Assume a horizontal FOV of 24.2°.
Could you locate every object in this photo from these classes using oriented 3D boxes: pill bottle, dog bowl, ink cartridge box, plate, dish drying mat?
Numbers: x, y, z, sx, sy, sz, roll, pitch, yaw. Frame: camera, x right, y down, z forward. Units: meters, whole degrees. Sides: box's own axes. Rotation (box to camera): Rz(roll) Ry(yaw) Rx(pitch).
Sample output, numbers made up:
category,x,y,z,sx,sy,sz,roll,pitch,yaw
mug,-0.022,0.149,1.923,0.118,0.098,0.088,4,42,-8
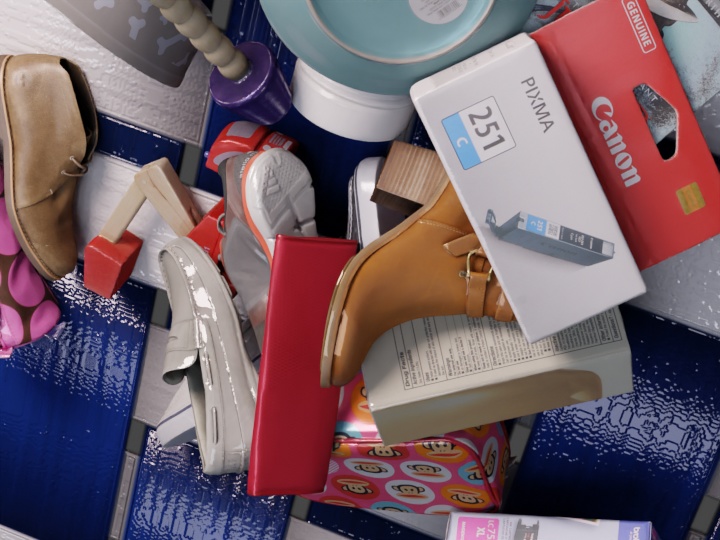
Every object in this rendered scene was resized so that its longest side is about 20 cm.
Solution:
category,x,y,z,sx,sy,sz,roll,pitch,yaw
pill bottle,0.020,-0.202,1.221,0.113,0.113,0.200,24,122,7
dog bowl,-0.193,-0.222,1.246,0.200,0.200,0.059,40,100,-4
ink cartridge box,0.155,-0.074,1.173,0.176,0.045,0.200,-26,106,5
plate,0.027,-0.206,1.135,0.200,0.026,0.200,-1,120,-2
dish drying mat,-0.046,0.073,1.294,0.018,0.077,0.200,11,96,54
ink cartridge box,0.182,0.235,1.396,0.200,0.042,0.119,2,159,20

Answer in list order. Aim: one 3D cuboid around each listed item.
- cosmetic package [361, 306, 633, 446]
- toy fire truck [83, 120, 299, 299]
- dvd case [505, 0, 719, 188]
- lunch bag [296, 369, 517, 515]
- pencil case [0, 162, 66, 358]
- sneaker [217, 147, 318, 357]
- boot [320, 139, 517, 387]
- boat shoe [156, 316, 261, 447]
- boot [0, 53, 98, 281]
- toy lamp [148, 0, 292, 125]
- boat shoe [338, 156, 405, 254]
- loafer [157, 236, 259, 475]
category,x,y,z,sx,sy,sz,roll,pitch,yaw
cosmetic package,0.100,0.057,1.289,0.200,0.105,0.071,-12,148,4
toy fire truck,-0.143,-0.048,1.396,0.141,0.049,0.200,25,122,5
dvd case,0.164,-0.144,1.197,0.200,0.022,0.146,-40,97,7
lunch bag,0.024,0.150,1.400,0.200,0.082,0.176,3,147,18
pencil case,-0.326,-0.026,1.446,0.091,0.094,0.200,-11,111,24
sneaker,-0.071,-0.003,1.331,0.082,0.077,0.200,10,112,45
boot,0.063,0.015,1.241,0.155,0.074,0.200,22,88,-1
boat shoe,-0.114,0.082,1.451,0.200,0.071,0.070,-39,71,35
boot,-0.256,-0.084,1.409,0.075,0.074,0.200,-4,113,10
toy lamp,-0.112,-0.166,1.178,0.058,0.058,0.200,-16,146,26
boat shoe,0.000,0.000,1.362,0.068,0.072,0.200,4,124,16
loafer,-0.126,0.066,1.333,0.200,0.070,0.070,67,157,20
